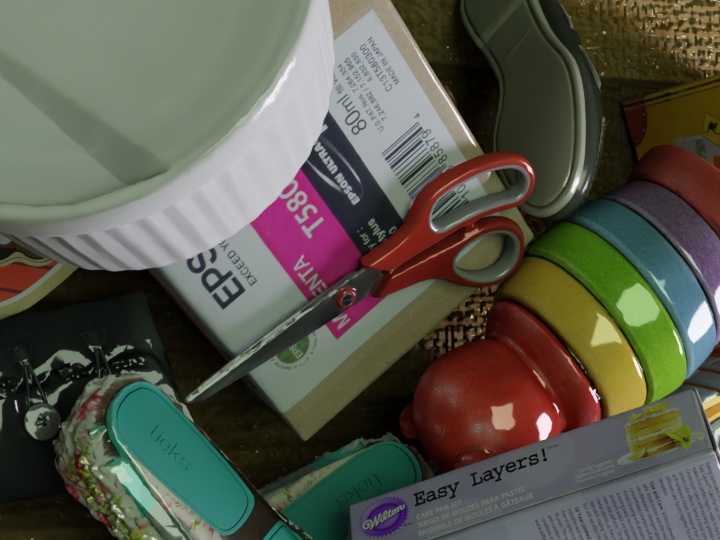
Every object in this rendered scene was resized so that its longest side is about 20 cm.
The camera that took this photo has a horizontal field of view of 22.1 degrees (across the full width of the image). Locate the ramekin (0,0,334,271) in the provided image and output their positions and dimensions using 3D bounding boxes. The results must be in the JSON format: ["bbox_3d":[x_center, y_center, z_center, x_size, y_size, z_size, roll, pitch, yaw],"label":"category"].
[{"bbox_3d":[-0.102,-0.092,0.773,0.201,0.094,0.204,-5,65,12],"label":"ramekin"}]

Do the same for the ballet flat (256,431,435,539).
[{"bbox_3d":[-0.051,0.148,0.932,0.199,0.064,0.076,-20,64,-12],"label":"ballet flat"}]

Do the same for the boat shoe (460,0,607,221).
[{"bbox_3d":[0.104,-0.097,0.994,0.057,0.067,0.201,28,34,-33],"label":"boat shoe"}]

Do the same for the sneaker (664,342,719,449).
[{"bbox_3d":[0.167,0.101,0.989,0.200,0.078,0.078,-35,113,-26],"label":"sneaker"}]

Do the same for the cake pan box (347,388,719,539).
[{"bbox_3d":[0.112,0.170,0.913,0.183,0.052,0.201,-20,124,11],"label":"cake pan box"}]

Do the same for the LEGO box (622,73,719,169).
[{"bbox_3d":[0.250,-0.047,1.035,0.077,0.200,0.150,-17,94,-27],"label":"LEGO box"}]

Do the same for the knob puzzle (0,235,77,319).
[{"bbox_3d":[-0.191,-0.050,0.856,0.218,0.030,0.221,-10,115,-22],"label":"knob puzzle"}]

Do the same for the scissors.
[{"bbox_3d":[0.000,0.000,0.884,0.199,0.014,0.074,-21,128,-21],"label":"scissors"}]

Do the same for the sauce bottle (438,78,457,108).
[{"bbox_3d":[-0.046,-0.101,0.964,0.199,0.066,0.067,16,78,-24],"label":"sauce bottle"}]

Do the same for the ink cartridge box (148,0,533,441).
[{"bbox_3d":[-0.029,-0.040,0.899,0.165,0.075,0.200,-42,129,-6],"label":"ink cartridge box"}]

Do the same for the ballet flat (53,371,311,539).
[{"bbox_3d":[-0.069,0.133,0.855,0.201,0.064,0.076,54,44,-7],"label":"ballet flat"}]

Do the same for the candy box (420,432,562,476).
[{"bbox_3d":[0.116,0.161,1.023,0.200,0.061,0.137,37,69,-20],"label":"candy box"}]

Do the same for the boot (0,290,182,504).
[{"bbox_3d":[-0.177,0.107,0.882,0.199,0.065,0.166,-11,92,-32],"label":"boot"}]

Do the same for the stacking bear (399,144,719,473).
[{"bbox_3d":[0.112,0.037,0.945,0.200,0.121,0.114,-38,132,-15],"label":"stacking bear"}]
